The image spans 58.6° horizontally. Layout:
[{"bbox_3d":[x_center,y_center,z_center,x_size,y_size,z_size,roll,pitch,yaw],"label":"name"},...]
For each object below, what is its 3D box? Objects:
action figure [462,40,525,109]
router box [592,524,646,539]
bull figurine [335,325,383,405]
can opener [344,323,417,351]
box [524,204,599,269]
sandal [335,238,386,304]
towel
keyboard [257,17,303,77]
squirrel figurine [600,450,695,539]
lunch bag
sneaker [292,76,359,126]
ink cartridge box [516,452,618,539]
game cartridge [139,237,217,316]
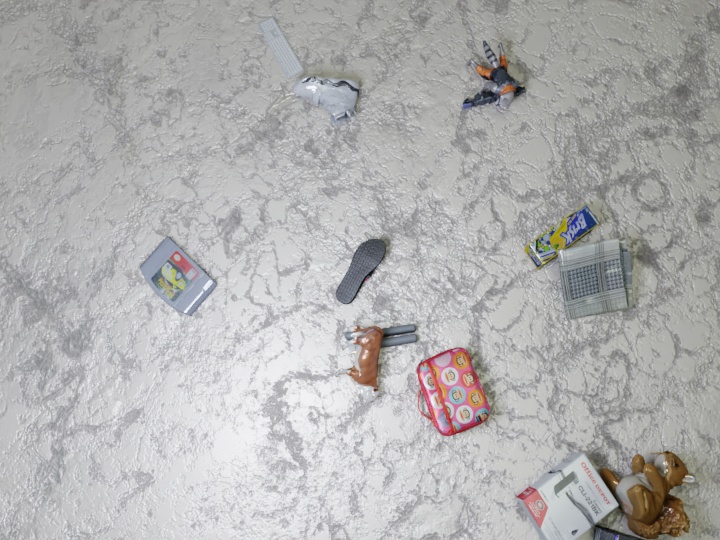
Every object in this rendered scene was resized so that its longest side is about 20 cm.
[{"bbox_3d":[0.371,-0.543,1.833,0.195,0.105,0.198,-22,68,-6],"label":"action figure"},{"bbox_3d":[0.671,0.666,1.518,0.193,0.158,0.054,15,77,5],"label":"router box"},{"bbox_3d":[0.002,0.238,1.642,0.117,0.065,0.207,7,98,-11],"label":"bull figurine"},{"bbox_3d":[0.055,0.178,1.692,0.193,0.067,0.055,-7,75,-6],"label":"can opener"},{"bbox_3d":[0.545,-0.092,1.743,0.197,0.064,0.071,-35,79,-6],"label":"box"},{"bbox_3d":[0.000,0.000,1.748,0.074,0.045,0.203,35,94,15],"label":"sandal"},{"bbox_3d":[0.627,0.023,1.699,0.193,0.035,0.200,-10,97,-2],"label":"towel"},{"bbox_3d":[-0.239,-0.667,1.917,0.055,0.011,0.204,-29,78,-5],"label":"keyboard"},{"bbox_3d":[0.726,0.547,1.575,0.182,0.141,0.206,-23,91,-15],"label":"squirrel figurine"},{"bbox_3d":[0.225,0.315,1.650,0.171,0.082,0.205,-21,76,0],"label":"lunch bag"},{"bbox_3d":[-0.099,-0.485,1.838,0.192,0.075,0.119,1,74,-2],"label":"sneaker"},{"bbox_3d":[0.508,0.568,1.581,0.197,0.084,0.146,-33,78,-7],"label":"ink cartridge box"},{"bbox_3d":[-0.502,0.021,1.751,0.199,0.041,0.134,41,85,9],"label":"game cartridge"}]
